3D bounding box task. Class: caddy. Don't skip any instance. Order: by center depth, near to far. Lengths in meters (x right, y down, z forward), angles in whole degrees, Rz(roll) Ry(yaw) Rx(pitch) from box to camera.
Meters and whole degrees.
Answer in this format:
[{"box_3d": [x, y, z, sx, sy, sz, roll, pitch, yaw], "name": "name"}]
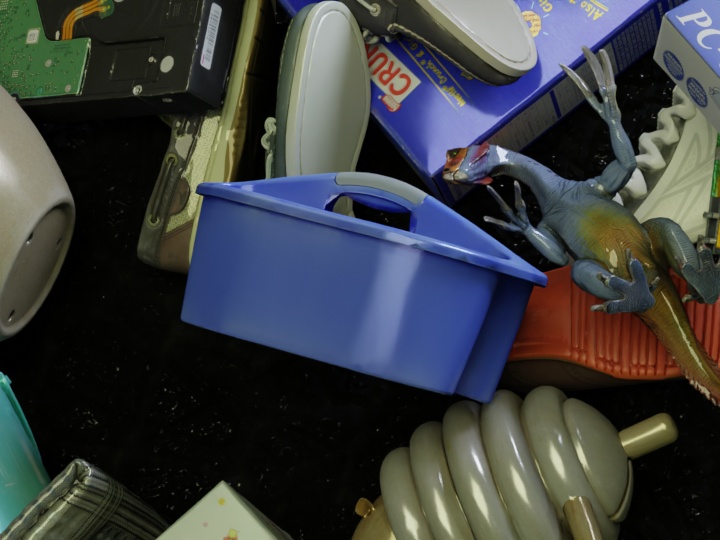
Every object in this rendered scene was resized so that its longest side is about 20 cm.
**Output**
[{"box_3d": [0.000, 0.000, 1.434, 0.200, 0.141, 0.105, 15, 88, 21], "name": "caddy"}]

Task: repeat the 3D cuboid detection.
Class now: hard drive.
[{"box_3d": [-0.156, -0.160, 1.616, 0.200, 0.038, 0.140, -2, 71, 37], "name": "hard drive"}]

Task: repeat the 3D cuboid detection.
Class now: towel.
[{"box_3d": [-0.185, 0.204, 1.472, 0.035, 0.193, 0.200, 39, 84, 21], "name": "towel"}]

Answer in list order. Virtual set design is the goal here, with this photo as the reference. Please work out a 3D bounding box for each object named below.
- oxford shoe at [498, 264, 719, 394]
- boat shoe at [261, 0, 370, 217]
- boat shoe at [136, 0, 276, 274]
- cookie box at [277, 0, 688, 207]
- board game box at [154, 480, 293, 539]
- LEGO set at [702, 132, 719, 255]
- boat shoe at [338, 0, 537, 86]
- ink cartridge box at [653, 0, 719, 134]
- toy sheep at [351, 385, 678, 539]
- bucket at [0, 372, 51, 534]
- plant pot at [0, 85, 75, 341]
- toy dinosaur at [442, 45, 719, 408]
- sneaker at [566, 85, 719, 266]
[{"box_3d": [0.127, 0.036, 1.522, 0.200, 0.073, 0.071, 4, 66, 13], "name": "oxford shoe"}, {"box_3d": [-0.039, -0.063, 1.547, 0.062, 0.073, 0.200, 19, 119, 33], "name": "boat shoe"}, {"box_3d": [-0.094, -0.094, 1.606, 0.066, 0.072, 0.201, 7, 80, 9], "name": "boat shoe"}, {"box_3d": [0.074, -0.165, 1.589, 0.200, 0.075, 0.171, -38, 70, -1], "name": "cookie box"}, {"box_3d": [-0.113, 0.218, 1.477, 0.200, 0.148, 0.064, -43, 69, -2], "name": "board game box"}, {"box_3d": [0.278, -0.057, 1.457, 0.200, 0.116, 0.154, 16, 90, -7], "name": "LEGO set"}, {"box_3d": [0.018, -0.164, 1.539, 0.200, 0.073, 0.063, 43, 123, 18], "name": "boat shoe"}, {"box_3d": [0.253, -0.074, 1.398, 0.094, 0.044, 0.200, -29, 65, -18], "name": "ink cartridge box"}, {"box_3d": [0.084, 0.130, 1.471, 0.200, 0.138, 0.138, -22, 71, 7], "name": "toy sheep"}, {"box_3d": [-0.264, 0.150, 1.505, 0.207, 0.207, 0.135, -36, 71, 0], "name": "bucket"}, {"box_3d": [-0.246, -0.029, 1.556, 0.134, 0.200, 0.200, 24, 80, 11], "name": "plant pot"}, {"box_3d": [0.118, -0.012, 1.466, 0.105, 0.181, 0.200, -24, 111, -17], "name": "toy dinosaur"}, {"box_3d": [0.201, -0.064, 1.540, 0.081, 0.075, 0.200, 38, 93, 12], "name": "sneaker"}]
